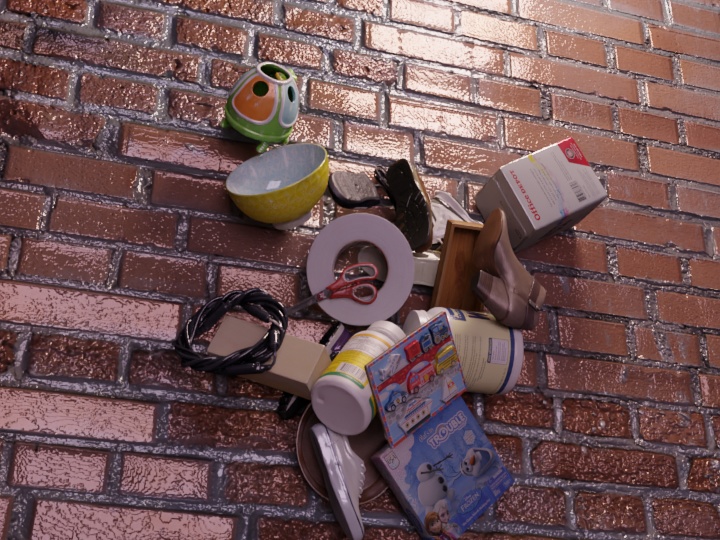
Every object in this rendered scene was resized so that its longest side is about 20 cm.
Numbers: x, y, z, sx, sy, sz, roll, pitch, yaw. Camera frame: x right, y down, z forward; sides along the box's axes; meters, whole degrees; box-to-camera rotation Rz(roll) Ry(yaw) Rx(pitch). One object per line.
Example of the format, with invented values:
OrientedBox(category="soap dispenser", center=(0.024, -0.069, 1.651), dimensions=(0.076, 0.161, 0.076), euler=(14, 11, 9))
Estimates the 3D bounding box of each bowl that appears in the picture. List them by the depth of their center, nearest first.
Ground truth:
OrientedBox(category="bowl", center=(-0.140, -0.142, 1.727), dimensions=(0.199, 0.199, 0.109), euler=(-34, 123, -26))

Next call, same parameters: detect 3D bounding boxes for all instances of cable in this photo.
OrientedBox(category="cable", center=(-0.222, 0.101, 1.566), dimensions=(0.196, 0.051, 0.166), euler=(-5, 54, 11))

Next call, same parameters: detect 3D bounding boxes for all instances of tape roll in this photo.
OrientedBox(category="tape roll", center=(0.000, 0.000, 1.708), dimensions=(0.196, 0.066, 0.205), euler=(0, 86, -1))

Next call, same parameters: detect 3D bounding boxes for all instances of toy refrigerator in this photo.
OrientedBox(category="toy refrigerator", center=(-0.154, 0.150, 1.590), dimensions=(0.197, 0.070, 0.077), euler=(15, 60, 22))

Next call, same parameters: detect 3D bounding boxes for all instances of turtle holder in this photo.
OrientedBox(category="turtle holder", center=(-0.169, -0.320, 1.776), dimensions=(0.184, 0.133, 0.141), euler=(-12, 47, -46))

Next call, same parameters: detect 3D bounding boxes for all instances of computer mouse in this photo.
OrientedBox(category="computer mouse", center=(0.013, -0.127, 1.793), dimensions=(0.199, 0.046, 0.142), euler=(-16, 71, -53))

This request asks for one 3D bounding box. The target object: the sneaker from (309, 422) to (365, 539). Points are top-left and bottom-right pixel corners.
OrientedBox(category="sneaker", center=(-0.021, 0.344, 1.550), dimensions=(0.070, 0.073, 0.204), euler=(-16, 83, -18))

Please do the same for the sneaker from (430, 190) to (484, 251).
OrientedBox(category="sneaker", center=(0.190, -0.053, 1.839), dimensions=(0.200, 0.076, 0.115), euler=(42, 71, 12))

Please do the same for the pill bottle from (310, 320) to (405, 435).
OrientedBox(category="pill bottle", center=(0.006, 0.174, 1.581), dimensions=(0.112, 0.113, 0.200), euler=(39, 42, 1))

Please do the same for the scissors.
OrientedBox(category="scissors", center=(-0.062, 0.035, 1.667), dimensions=(0.196, 0.014, 0.075), euler=(-10, 88, 0))

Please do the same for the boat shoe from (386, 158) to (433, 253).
OrientedBox(category="boat shoe", center=(0.108, -0.123, 1.794), dimensions=(0.074, 0.075, 0.203), euler=(33, 39, -49))

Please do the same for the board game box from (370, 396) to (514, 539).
OrientedBox(category="board game box", center=(0.147, 0.351, 1.640), dimensions=(0.199, 0.043, 0.201), euler=(-36, 94, -28))

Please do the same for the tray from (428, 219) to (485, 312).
OrientedBox(category="tray", center=(0.193, 0.011, 1.758), dimensions=(0.097, 0.037, 0.204), euler=(7, 104, -15))

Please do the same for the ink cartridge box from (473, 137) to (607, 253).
OrientedBox(category="ink cartridge box", center=(0.358, -0.146, 1.880), dimensions=(0.197, 0.145, 0.147), euler=(-23, 77, -25))

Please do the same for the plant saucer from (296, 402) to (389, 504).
OrientedBox(category="plant saucer", center=(-0.022, 0.302, 1.619), dimensions=(0.196, 0.034, 0.204), euler=(5, 75, -20))

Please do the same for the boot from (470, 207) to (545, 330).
OrientedBox(category="boot", center=(0.274, 0.006, 1.691), dimensions=(0.145, 0.070, 0.203), euler=(29, 64, -20))

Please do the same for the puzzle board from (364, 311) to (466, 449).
OrientedBox(category="puzzle board", center=(0.099, 0.180, 1.555), dimensions=(0.199, 0.017, 0.153), euler=(-31, 110, -36))

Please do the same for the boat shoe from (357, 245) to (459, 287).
OrientedBox(category="boat shoe", center=(0.089, -0.013, 1.786), dimensions=(0.198, 0.060, 0.073), euler=(10, 106, -9))

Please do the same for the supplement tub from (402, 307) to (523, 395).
OrientedBox(category="supplement tub", center=(0.182, 0.145, 1.701), dimensions=(0.196, 0.145, 0.148), euler=(8, 66, -15))

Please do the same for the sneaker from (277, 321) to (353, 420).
OrientedBox(category="sneaker", center=(-0.062, 0.193, 1.646), dimensions=(0.087, 0.076, 0.201), euler=(42, 66, -10))
